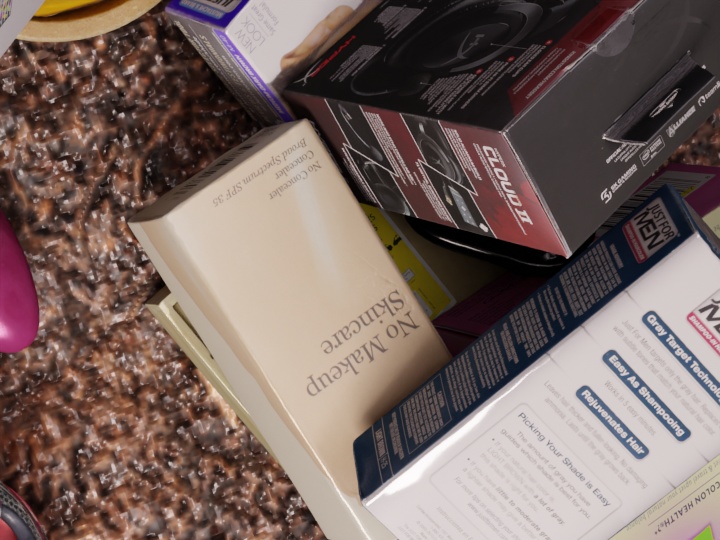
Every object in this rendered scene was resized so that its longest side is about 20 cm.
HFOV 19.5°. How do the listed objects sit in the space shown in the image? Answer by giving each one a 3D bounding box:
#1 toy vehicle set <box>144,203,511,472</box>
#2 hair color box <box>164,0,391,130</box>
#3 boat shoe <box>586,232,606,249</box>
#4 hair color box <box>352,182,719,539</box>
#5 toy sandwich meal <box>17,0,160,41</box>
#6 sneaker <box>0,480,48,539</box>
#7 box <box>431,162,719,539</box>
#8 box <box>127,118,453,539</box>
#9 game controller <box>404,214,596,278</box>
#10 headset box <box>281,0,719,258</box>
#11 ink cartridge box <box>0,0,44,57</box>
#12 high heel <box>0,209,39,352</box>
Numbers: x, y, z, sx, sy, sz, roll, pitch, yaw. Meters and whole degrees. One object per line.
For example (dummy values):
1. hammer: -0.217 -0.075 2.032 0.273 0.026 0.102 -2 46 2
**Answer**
1. toy vehicle set: 0.000 0.000 1.121 0.200 0.026 0.124 -42 103 -15
2. hair color box: 0.005 -0.164 1.086 0.200 0.065 0.109 -49 129 -12
3. boat shoe: 0.200 0.041 1.051 0.199 0.068 0.072 34 82 -24
4. hair color box: 0.103 0.065 0.982 0.200 0.061 0.100 -39 113 14
5. toy sandwich meal: -0.147 -0.211 1.046 0.204 0.070 0.207 0 90 -20
6. sneaker: -0.222 0.093 1.016 0.200 0.075 0.081 40 77 -14
7. box: 0.165 0.072 1.129 0.175 0.097 0.201 -33 107 -18
8. box: -0.021 0.033 1.057 0.095 0.078 0.201 -36 101 -16
9. game controller: 0.089 -0.090 1.112 0.104 0.042 0.201 21 62 -7
10. headset box: 0.081 -0.092 0.994 0.149 0.200 0.077 -44 122 -20
11. ink cartridge box: -0.233 -0.181 0.956 0.199 0.084 0.176 19 39 5
12. high heel: -0.215 -0.042 1.007 0.067 0.096 0.200 -41 102 -15
